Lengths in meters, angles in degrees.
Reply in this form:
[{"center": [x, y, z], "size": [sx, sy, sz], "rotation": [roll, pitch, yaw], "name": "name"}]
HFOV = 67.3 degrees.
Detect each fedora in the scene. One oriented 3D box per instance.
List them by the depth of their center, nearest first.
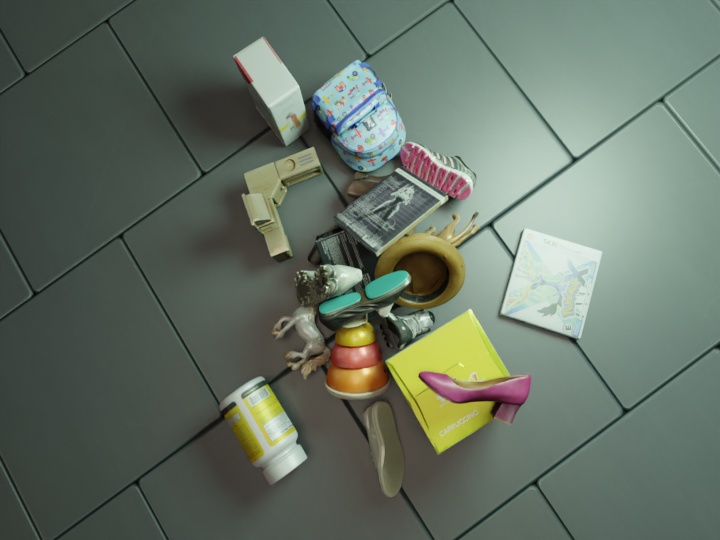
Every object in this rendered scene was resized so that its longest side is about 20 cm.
[{"center": [0.121, -0.010, 1.106], "size": [0.196, 0.203, 0.083], "rotation": [2, 43, 4], "name": "fedora"}]

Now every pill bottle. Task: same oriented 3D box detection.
[{"center": [-0.206, 0.342, 1.158], "size": [0.113, 0.114, 0.202], "rotation": [-34, 80, -1], "name": "pill bottle"}]

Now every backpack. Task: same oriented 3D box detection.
[{"center": [0.004, -0.339, 1.230], "size": [0.181, 0.135, 0.202], "rotation": [-34, 79, -2], "name": "backpack"}]

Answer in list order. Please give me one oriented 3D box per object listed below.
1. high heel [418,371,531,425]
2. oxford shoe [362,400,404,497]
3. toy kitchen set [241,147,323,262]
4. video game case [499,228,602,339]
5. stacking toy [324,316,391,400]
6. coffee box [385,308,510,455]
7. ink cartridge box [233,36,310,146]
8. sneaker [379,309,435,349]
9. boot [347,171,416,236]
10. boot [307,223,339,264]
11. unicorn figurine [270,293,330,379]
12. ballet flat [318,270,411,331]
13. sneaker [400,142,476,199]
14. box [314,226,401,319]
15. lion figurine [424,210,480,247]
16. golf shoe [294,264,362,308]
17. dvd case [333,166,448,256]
[{"center": [0.205, 0.196, 0.971], "size": [0.197, 0.067, 0.098], "rotation": [23, 95, -9], "name": "high heel"}, {"center": [0.048, 0.381, 1.166], "size": [0.057, 0.074, 0.205], "rotation": [-13, 88, 44], "name": "oxford shoe"}, {"center": [-0.155, -0.154, 1.202], "size": [0.177, 0.163, 0.204], "rotation": [-20, 81, 1], "name": "toy kitchen set"}, {"center": [0.423, 0.028, 1.204], "size": [0.179, 0.022, 0.204], "rotation": [17, 84, 7], "name": "video game case"}, {"center": [-0.009, 0.153, 1.127], "size": [0.143, 0.146, 0.205], "rotation": [-1, 104, 4], "name": "stacking toy"}, {"center": [0.182, 0.221, 1.104], "size": [0.197, 0.198, 0.202], "rotation": [-30, 80, -1], "name": "coffee box"}, {"center": [-0.194, -0.396, 1.223], "size": [0.083, 0.200, 0.146], "rotation": [-35, 80, -5], "name": "ink cartridge box"}, {"center": [0.106, 0.110, 1.130], "size": [0.113, 0.200, 0.076], "rotation": [-20, 85, -7], "name": "sneaker"}, {"center": [0.050, -0.149, 1.194], "size": [0.163, 0.073, 0.202], "rotation": [9, 39, 6], "name": "boot"}, {"center": [-0.015, -0.056, 1.230], "size": [0.200, 0.068, 0.131], "rotation": [-44, 87, -1], "name": "boot"}, {"center": [-0.130, 0.126, 1.212], "size": [0.136, 0.074, 0.203], "rotation": [-28, 95, -10], "name": "unicorn figurine"}, {"center": [0.014, 0.064, 1.064], "size": [0.196, 0.068, 0.069], "rotation": [-21, 121, 6], "name": "ballet flat"}, {"center": [0.182, -0.232, 1.232], "size": [0.198, 0.087, 0.075], "rotation": [34, 127, 20], "name": "sneaker"}, {"center": [0.000, 0.000, 1.180], "size": [0.139, 0.079, 0.204], "rotation": [-19, 102, 3], "name": "box"}, {"center": [0.165, -0.059, 1.170], "size": [0.073, 0.200, 0.122], "rotation": [50, 55, -1], "name": "lion figurine"}, {"center": [-0.068, 0.031, 1.104], "size": [0.096, 0.199, 0.080], "rotation": [-8, 89, -31], "name": "golf shoe"}, {"center": [0.061, -0.128, 1.119], "size": [0.199, 0.016, 0.148], "rotation": [-39, 52, -15], "name": "dvd case"}]
